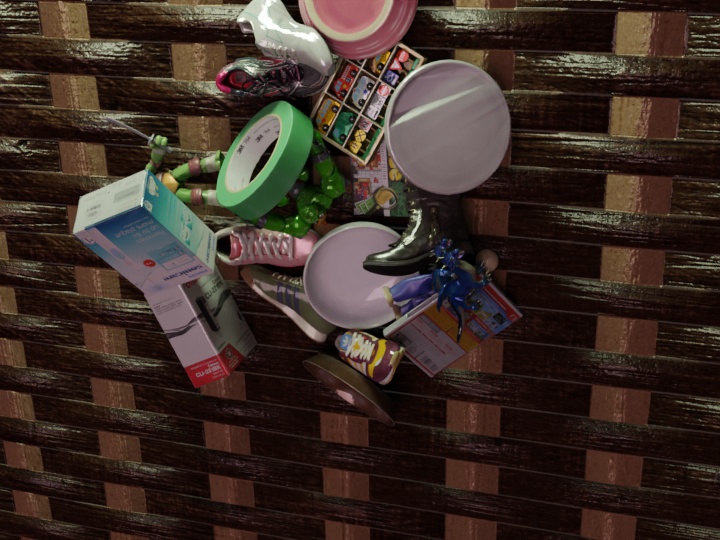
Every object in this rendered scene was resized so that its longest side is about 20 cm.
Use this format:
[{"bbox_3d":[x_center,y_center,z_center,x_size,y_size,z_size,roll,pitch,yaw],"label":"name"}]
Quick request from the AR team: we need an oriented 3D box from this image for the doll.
[{"bbox_3d":[0.140,0.017,1.651,0.199,0.049,0.137,-24,118,7],"label":"doll"}]

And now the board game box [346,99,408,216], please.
[{"bbox_3d":[0.033,-0.189,1.647,0.104,0.023,0.201,1,111,15],"label":"board game box"}]

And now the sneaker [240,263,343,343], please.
[{"bbox_3d":[-0.114,0.034,1.764,0.200,0.067,0.090,41,109,-1],"label":"sneaker"}]

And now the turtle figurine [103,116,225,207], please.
[{"bbox_3d":[-0.337,-0.157,1.699,0.193,0.144,0.200,-5,140,5],"label":"turtle figurine"}]

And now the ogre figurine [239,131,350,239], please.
[{"bbox_3d":[-0.102,-0.132,1.654,0.120,0.098,0.200,33,95,-26],"label":"ogre figurine"}]

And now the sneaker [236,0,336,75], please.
[{"bbox_3d":[-0.118,-0.363,1.561,0.080,0.071,0.200,-41,66,-13],"label":"sneaker"}]

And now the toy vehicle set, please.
[{"bbox_3d":[0.008,-0.289,1.591,0.124,0.027,0.201,32,109,9],"label":"toy vehicle set"}]

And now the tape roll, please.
[{"bbox_3d":[-0.160,-0.182,1.615,0.048,0.201,0.200,32,122,-32],"label":"tape roll"}]

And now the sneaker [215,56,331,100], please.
[{"bbox_3d":[-0.143,-0.317,1.623,0.199,0.075,0.081,-5,109,19],"label":"sneaker"}]

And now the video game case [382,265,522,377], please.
[{"bbox_3d":[0.158,0.090,1.667,0.200,0.017,0.143,-36,125,17],"label":"video game case"}]

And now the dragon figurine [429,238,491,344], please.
[{"bbox_3d":[0.145,0.030,1.562,0.099,0.059,0.201,2,133,-16],"label":"dragon figurine"}]

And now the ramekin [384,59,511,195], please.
[{"bbox_3d":[0.128,-0.225,1.526,0.201,0.094,0.203,-2,101,-9],"label":"ramekin"}]

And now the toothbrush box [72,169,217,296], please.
[{"bbox_3d":[-0.356,-0.059,1.639,0.146,0.086,0.200,-18,141,21],"label":"toothbrush box"}]

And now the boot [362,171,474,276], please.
[{"bbox_3d":[0.088,-0.089,1.598,0.199,0.069,0.175,-11,76,-2],"label":"boot"}]

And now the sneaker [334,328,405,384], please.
[{"bbox_3d":[0.008,0.142,1.671,0.090,0.200,0.075,30,77,-11],"label":"sneaker"}]

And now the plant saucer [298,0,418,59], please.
[{"bbox_3d":[-0.010,-0.432,1.526,0.200,0.051,0.202,4,100,21],"label":"plant saucer"}]

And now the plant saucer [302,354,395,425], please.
[{"bbox_3d":[-0.014,0.208,1.753,0.200,0.200,0.035,35,77,2],"label":"plant saucer"}]

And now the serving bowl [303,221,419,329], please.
[{"bbox_3d":[0.000,0.000,1.693,0.199,0.066,0.201,-2,118,-3],"label":"serving bowl"}]

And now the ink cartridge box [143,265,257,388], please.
[{"bbox_3d":[-0.290,0.089,1.794,0.083,0.144,0.201,-22,103,23],"label":"ink cartridge box"}]

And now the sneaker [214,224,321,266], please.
[{"bbox_3d":[-0.173,-0.040,1.724,0.199,0.105,0.076,6,102,16],"label":"sneaker"}]
